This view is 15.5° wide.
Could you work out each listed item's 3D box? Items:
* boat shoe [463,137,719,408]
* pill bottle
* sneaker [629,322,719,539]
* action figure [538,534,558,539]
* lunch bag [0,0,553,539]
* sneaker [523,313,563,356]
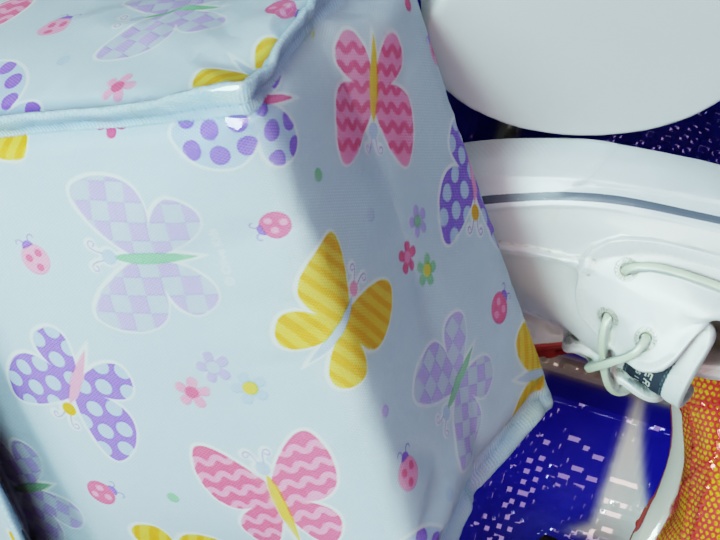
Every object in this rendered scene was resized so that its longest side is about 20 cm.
[{"bbox_3d":[0.092,0.006,0.781,0.199,0.074,0.067,4,72,10],"label":"boat shoe"},{"bbox_3d":[0.065,-0.148,0.773,0.114,0.114,0.201,-4,61,10],"label":"pill bottle"},{"bbox_3d":[0.132,0.069,0.854,0.077,0.073,0.201,26,111,42],"label":"sneaker"},{"bbox_3d":[0.005,0.175,0.896,0.130,0.070,0.201,19,123,-12],"label":"action figure"},{"bbox_3d":[-0.070,0.004,0.749,0.199,0.127,0.170,0,123,31],"label":"lunch bag"},{"bbox_3d":[0.000,0.000,0.877,0.199,0.073,0.078,-9,84,3],"label":"sneaker"}]
